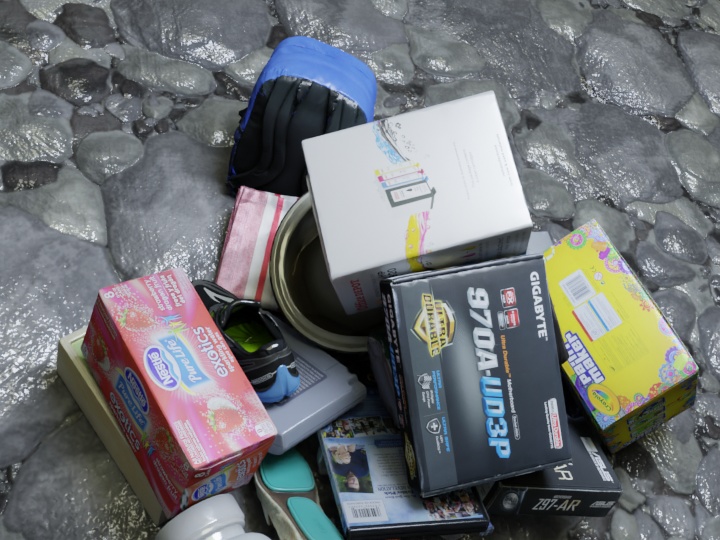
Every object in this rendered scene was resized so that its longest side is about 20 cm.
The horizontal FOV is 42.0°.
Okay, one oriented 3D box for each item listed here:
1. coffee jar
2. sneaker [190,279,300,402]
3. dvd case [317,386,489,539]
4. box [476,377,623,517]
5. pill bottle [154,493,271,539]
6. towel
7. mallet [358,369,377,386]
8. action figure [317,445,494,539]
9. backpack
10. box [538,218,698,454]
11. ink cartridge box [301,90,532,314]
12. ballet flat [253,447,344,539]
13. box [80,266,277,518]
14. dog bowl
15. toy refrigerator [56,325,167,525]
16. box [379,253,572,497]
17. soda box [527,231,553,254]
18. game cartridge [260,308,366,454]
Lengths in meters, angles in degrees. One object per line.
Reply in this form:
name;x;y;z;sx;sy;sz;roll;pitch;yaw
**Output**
coffee jar;0.112;0.080;0.957;0.197;0.085;0.106;-20;95;-14
sneaker;-0.124;0.055;0.966;0.070;0.084;0.199;-22;37;-27
dvd case;0.033;0.186;0.940;0.140;0.018;0.201;1;32;-16
box;0.172;0.170;1.015;0.157;0.044;0.202;9;37;-25
pill bottle;-0.106;0.311;0.840;0.111;0.113;0.201;-19;63;-31
towel;-0.064;-0.017;1.108;0.196;0.023;0.147;10;68;0
mallet;0.095;0.150;1.085;0.197;0.041;0.066;26;50;5
action figure;0.043;0.227;0.990;0.190;0.106;0.201;6;32;-25
backpack;-0.070;-0.187;1.158;0.160;0.201;0.170;16;47;-8
box;0.281;0.082;1.082;0.121;0.193;0.202;-32;64;6
ink cartridge box;0.055;-0.061;0.943;0.196;0.147;0.147;-14;73;1
ballet flat;-0.070;0.241;0.918;0.066;0.063;0.200;12;16;-23
box;-0.175;0.111;0.882;0.094;0.100;0.201;-16;62;-38
dog bowl;0.000;0.000;1.045;0.196;0.074;0.204;-1;73;4
toy refrigerator;-0.223;0.144;0.945;0.075;0.070;0.201;-26;68;-34
box;0.109;0.096;0.888;0.156;0.046;0.204;-9;92;-14
soda box;0.145;-0.002;1.148;0.196;0.064;0.069;-1;56;-21
game cartridge;-0.105;0.112;0.987;0.132;0.042;0.199;-24;39;-35
